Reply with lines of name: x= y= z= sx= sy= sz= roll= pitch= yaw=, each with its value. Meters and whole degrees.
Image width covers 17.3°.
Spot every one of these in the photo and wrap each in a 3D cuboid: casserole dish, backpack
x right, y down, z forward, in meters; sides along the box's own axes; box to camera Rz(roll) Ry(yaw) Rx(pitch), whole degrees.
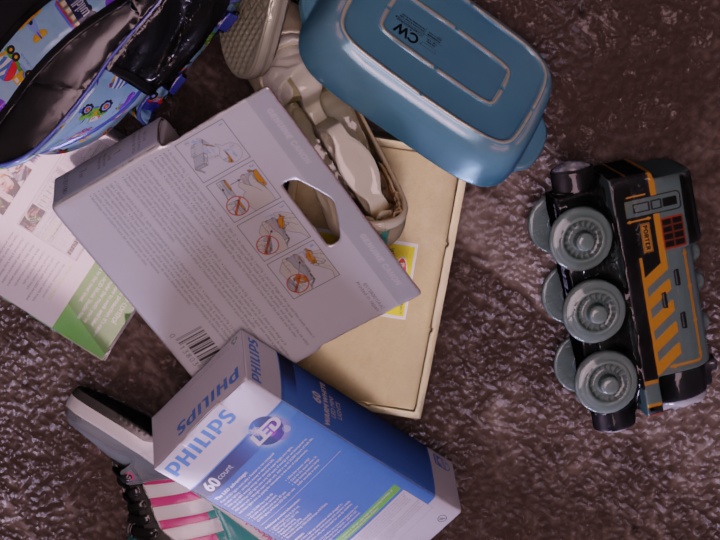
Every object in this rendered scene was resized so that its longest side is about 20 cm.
casserole dish: x=0.050 y=-0.144 z=1.619 sx=0.200 sy=0.039 sz=0.121 roll=34 pitch=57 yaw=-8
backpack: x=-0.204 y=-0.161 z=1.575 sx=0.183 sy=0.135 sz=0.200 roll=42 pitch=99 yaw=25

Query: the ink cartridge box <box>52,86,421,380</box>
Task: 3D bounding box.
ink cartridge box: x=-0.083 y=-0.023 z=1.616 sx=0.173 sy=0.044 sz=0.200 roll=-29 pitch=120 yaw=15

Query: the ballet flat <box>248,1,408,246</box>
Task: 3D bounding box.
ballet flat: x=-0.025 y=-0.106 z=1.624 sx=0.069 sy=0.069 sz=0.200 roll=-30 pitch=85 yaw=6

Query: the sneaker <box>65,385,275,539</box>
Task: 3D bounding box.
sneaker: x=-0.154 y=0.182 z=1.710 sx=0.200 sy=0.084 sz=0.121 roll=38 pitch=91 yaw=-10

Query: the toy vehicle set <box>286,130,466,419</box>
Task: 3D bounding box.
toy vehicle set: x=0.000 y=0.000 z=1.693 sx=0.124 sy=0.027 sz=0.200 roll=10 pitch=103 yaw=-3

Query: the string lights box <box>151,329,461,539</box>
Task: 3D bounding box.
string lights box: x=-0.038 y=0.137 z=1.668 sx=0.200 sy=0.059 sz=0.103 roll=34 pitch=116 yaw=-26

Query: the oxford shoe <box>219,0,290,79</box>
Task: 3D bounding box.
oxford shoe: x=-0.053 y=-0.227 z=1.606 sx=0.058 sy=0.075 sz=0.200 roll=8 pitch=90 yaw=-40

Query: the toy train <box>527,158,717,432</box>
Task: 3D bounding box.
toy train: x=0.189 y=0.014 z=1.674 sx=0.114 sy=0.085 sz=0.200 roll=-13 pitch=103 yaw=-7

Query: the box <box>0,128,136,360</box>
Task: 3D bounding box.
box: x=-0.226 y=-0.049 z=1.677 sx=0.200 sy=0.036 sz=0.144 roll=34 pitch=101 yaw=-7
